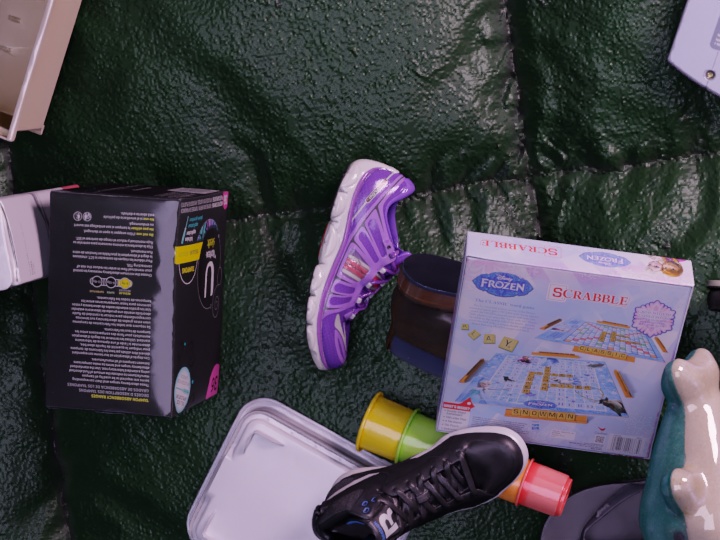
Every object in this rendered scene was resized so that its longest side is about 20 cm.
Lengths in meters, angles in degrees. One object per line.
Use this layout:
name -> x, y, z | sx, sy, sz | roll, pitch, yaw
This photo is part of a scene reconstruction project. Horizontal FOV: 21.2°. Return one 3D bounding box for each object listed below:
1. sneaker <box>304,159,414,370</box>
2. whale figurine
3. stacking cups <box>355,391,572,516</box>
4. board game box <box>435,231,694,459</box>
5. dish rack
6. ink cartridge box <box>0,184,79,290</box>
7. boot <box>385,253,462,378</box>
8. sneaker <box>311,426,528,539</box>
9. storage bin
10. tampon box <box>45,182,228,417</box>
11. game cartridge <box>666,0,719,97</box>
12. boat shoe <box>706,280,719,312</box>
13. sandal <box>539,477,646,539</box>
sneaker -> 0.000, 0.000, 1.783 | 0.083, 0.081, 0.201 | 16, 98, 5
whale figurine -> 0.288, 0.173, 1.684 | 0.103, 0.159, 0.201 | -11, 94, 33
stacking cups -> 0.096, 0.178, 1.784 | 0.199, 0.060, 0.061 | 23, 100, 10
board game box -> 0.177, 0.068, 1.705 | 0.199, 0.041, 0.200 | 8, 126, -1
dish rack -> -0.060, 0.235, 1.835 | 0.200, 0.044, 0.172 | 29, 101, 9
ink cartridge box -> -0.352, -0.023, 1.792 | 0.146, 0.200, 0.083 | -11, 93, 13
boot -> 0.119, 0.059, 1.779 | 0.199, 0.075, 0.097 | 21, 126, -1
sneaker -> 0.051, 0.208, 1.716 | 0.199, 0.112, 0.073 | -21, 103, 23
storage bin -> -0.374, -0.251, 1.830 | 0.198, 0.094, 0.201 | 20, 100, 9
tampon box -> -0.206, 0.024, 1.791 | 0.126, 0.150, 0.201 | 4, 97, 13
game cartridge -> 0.380, -0.199, 1.700 | 0.199, 0.042, 0.134 | 20, 104, 10
boat shoe -> 0.401, 0.049, 1.699 | 0.201, 0.074, 0.063 | 14, 90, 6
sandal -> 0.253, 0.225, 1.765 | 0.200, 0.043, 0.076 | -23, 90, 13
